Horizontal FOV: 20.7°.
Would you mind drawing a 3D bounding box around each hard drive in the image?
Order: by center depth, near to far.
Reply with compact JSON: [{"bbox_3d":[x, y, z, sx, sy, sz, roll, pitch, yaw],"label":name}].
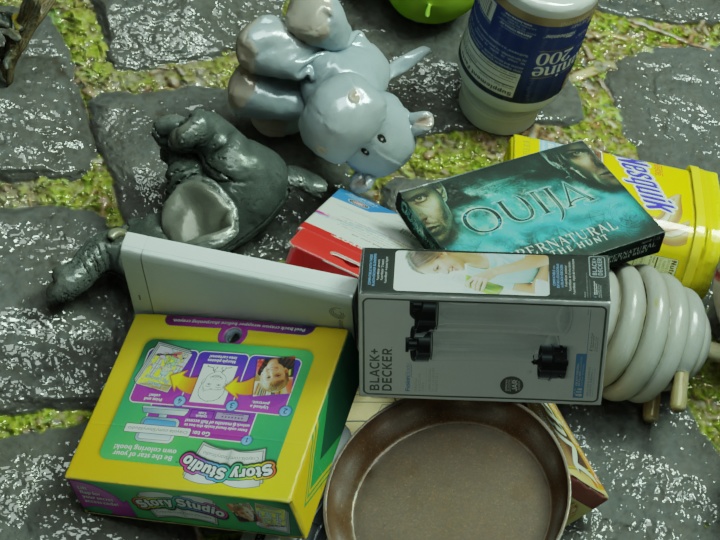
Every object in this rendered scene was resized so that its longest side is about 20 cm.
[{"bbox_3d":[-0.097,0.031,1.659,0.200,0.132,0.027,11,57,10],"label":"hard drive"}]

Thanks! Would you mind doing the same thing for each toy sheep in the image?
[{"bbox_3d":[0.243,0.059,1.757,0.200,0.138,0.138,16,50,-22],"label":"toy sheep"}]

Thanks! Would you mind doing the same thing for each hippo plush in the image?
[{"bbox_3d":[-0.024,-0.142,1.825,0.200,0.159,0.161,27,31,-46],"label":"hippo plush"}]

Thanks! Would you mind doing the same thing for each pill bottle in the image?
[{"bbox_3d":[0.156,-0.224,1.895,0.111,0.200,0.111,6,53,-8],"label":"pill bottle"}]

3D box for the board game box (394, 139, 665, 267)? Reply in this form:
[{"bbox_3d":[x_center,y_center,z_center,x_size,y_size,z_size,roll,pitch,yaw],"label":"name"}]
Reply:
[{"bbox_3d":[0.148,-0.043,1.725,0.200,0.028,0.135,-17,50,-26],"label":"board game box"}]

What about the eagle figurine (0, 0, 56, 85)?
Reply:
[{"bbox_3d":[-0.396,-0.259,1.847,0.200,0.151,0.152,32,63,-2],"label":"eagle figurine"}]

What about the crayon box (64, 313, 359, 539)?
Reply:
[{"bbox_3d":[-0.117,0.124,1.619,0.200,0.058,0.173,4,52,21],"label":"crayon box"}]

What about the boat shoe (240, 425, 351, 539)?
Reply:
[{"bbox_3d":[-0.047,0.214,1.611,0.068,0.072,0.200,46,49,-26],"label":"boat shoe"}]

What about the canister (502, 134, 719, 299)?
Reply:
[{"bbox_3d":[0.229,-0.053,1.843,0.200,0.087,0.149,12,32,-2],"label":"canister"}]

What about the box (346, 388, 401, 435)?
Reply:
[{"bbox_3d":[-0.029,0.103,1.724,0.200,0.021,0.164,24,52,7],"label":"box"}]

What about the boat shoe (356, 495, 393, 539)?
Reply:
[{"bbox_3d":[0.019,0.275,1.583,0.074,0.060,0.200,10,52,-3],"label":"boat shoe"}]

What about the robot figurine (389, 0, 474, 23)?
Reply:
[{"bbox_3d":[0.060,-0.337,2.010,0.175,0.116,0.200,-14,59,-21],"label":"robot figurine"}]

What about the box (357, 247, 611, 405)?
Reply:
[{"bbox_3d":[0.097,0.046,1.585,0.200,0.117,0.060,3,41,2],"label":"box"}]

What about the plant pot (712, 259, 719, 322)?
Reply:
[{"bbox_3d":[0.423,0.001,1.778,0.177,0.201,0.200,-29,65,-39],"label":"plant pot"}]

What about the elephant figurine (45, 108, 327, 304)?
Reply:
[{"bbox_3d":[-0.155,-0.029,1.745,0.141,0.155,0.200,43,55,-36],"label":"elephant figurine"}]

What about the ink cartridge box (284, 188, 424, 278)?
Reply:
[{"bbox_3d":[0.000,0.000,1.718,0.116,0.067,0.200,25,19,6],"label":"ink cartridge box"}]

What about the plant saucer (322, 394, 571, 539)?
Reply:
[{"bbox_3d":[0.070,0.187,1.576,0.200,0.035,0.201,-6,55,9],"label":"plant saucer"}]

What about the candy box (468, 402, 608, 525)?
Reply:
[{"bbox_3d":[0.129,0.116,1.687,0.055,0.115,0.200,-34,62,12],"label":"candy box"}]
